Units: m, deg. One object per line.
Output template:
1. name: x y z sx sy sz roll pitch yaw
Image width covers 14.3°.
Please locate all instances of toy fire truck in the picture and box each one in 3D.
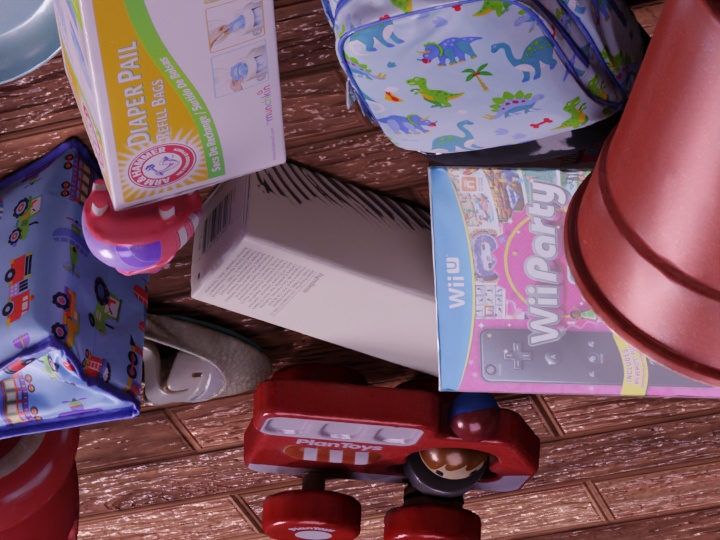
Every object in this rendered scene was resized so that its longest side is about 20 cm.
1. toy fire truck: 0.021 0.113 1.875 0.199 0.113 0.168 6 162 -8

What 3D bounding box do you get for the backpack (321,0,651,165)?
1. backpack: 0.056 -0.140 1.536 0.162 0.154 0.200 -5 133 21

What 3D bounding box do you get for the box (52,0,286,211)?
1. box: -0.107 -0.141 1.527 0.101 0.113 0.200 -16 147 -9

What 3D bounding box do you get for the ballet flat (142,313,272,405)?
1. ballet flat: -0.149 0.057 1.880 0.199 0.063 0.067 21 142 -26

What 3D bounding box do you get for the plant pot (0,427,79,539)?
1. plant pot: -0.278 0.140 1.888 0.199 0.201 0.183 8 142 -9

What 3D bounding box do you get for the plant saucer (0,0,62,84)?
1. plant saucer: -0.251 -0.169 1.588 0.199 0.028 0.200 1 146 0

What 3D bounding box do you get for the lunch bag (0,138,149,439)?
1. lunch bag: -0.235 0.030 1.766 0.199 0.151 0.094 -18 141 26

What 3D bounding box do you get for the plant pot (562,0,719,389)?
1. plant pot: 0.218 -0.075 1.469 0.200 0.201 0.196 5 133 -5

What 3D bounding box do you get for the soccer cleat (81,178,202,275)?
1. soccer cleat: -0.124 -0.024 1.658 0.066 0.200 0.077 3 106 -2

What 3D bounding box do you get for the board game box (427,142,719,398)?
1. board game box: 0.145 -0.002 1.696 0.199 0.064 0.148 1 113 12

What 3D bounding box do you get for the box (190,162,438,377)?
1. box: 0.000 0.000 1.785 0.199 0.069 0.082 19 142 -24
